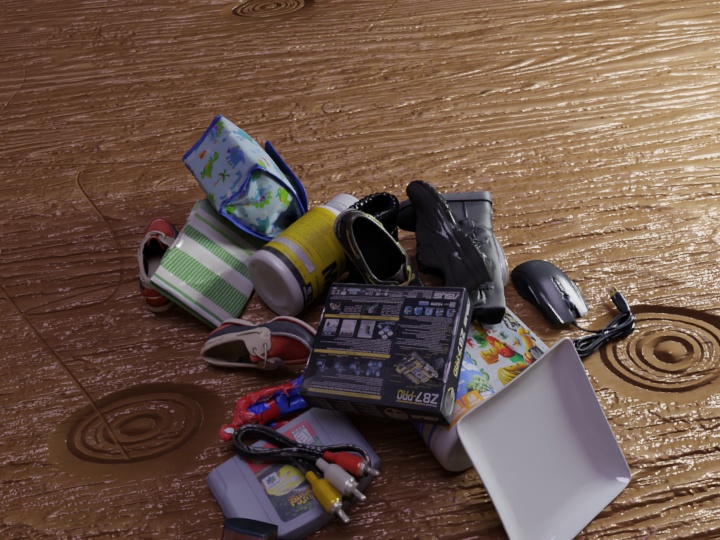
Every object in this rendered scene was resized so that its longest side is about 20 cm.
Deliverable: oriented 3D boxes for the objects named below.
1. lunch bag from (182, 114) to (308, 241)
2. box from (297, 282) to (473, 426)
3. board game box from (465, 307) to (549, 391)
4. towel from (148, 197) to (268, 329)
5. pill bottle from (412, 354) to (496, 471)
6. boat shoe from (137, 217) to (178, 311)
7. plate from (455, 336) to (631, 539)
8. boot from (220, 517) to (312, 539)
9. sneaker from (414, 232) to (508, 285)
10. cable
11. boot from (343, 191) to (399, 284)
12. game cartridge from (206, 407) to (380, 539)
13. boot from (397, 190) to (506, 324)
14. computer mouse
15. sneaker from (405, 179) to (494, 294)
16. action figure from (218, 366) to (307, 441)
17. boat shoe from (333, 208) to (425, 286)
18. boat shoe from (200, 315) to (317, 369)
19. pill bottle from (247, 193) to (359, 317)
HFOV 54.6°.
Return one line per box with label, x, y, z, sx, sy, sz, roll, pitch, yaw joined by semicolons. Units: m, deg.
lunch bag;-0.173;-0.139;1.174;0.127;0.199;0.171;-44;52;6
box;0.033;0.099;0.878;0.195;0.049;0.165;1;58;27
board game box;0.175;0.100;1.014;0.124;0.035;0.200;-26;49;-20
towel;-0.231;-0.011;1.104;0.151;0.023;0.203;36;44;-15
pill bottle;0.099;0.148;0.915;0.110;0.114;0.201;-22;48;-19
boat shoe;-0.330;-0.026;1.138;0.069;0.064;0.203;-10;44;-4
plate;0.215;0.215;0.826;0.197;0.204;0.032;-30;6;-26
boot;-0.068;0.342;0.749;0.195;0.074;0.100;10;84;22
sneaker;0.155;-0.035;1.124;0.109;0.073;0.202;-10;37;-13
cable;-0.065;0.220;0.845;0.197;0.051;0.097;26;51;24
boot;-0.002;-0.001;1.035;0.077;0.161;0.213;13;46;21
game cartridge;-0.078;0.258;0.871;0.197;0.042;0.133;-28;54;-23
boot;0.129;-0.015;1.047;0.160;0.066;0.206;-8;64;15
computer mouse;0.328;0.033;1.065;0.137;0.047;0.202;-18;46;-13
sneaker;0.107;-0.046;0.993;0.090;0.076;0.202;-37;56;11
action figure;-0.099;0.174;0.934;0.196;0.067;0.051;-25;32;-22
boat shoe;0.038;0.001;0.974;0.072;0.202;0.060;-44;15;-8
boat shoe;-0.139;0.107;0.974;0.195;0.073;0.063;1;30;33
pill bottle;-0.072;-0.029;1.101;0.113;0.116;0.199;29;53;29
